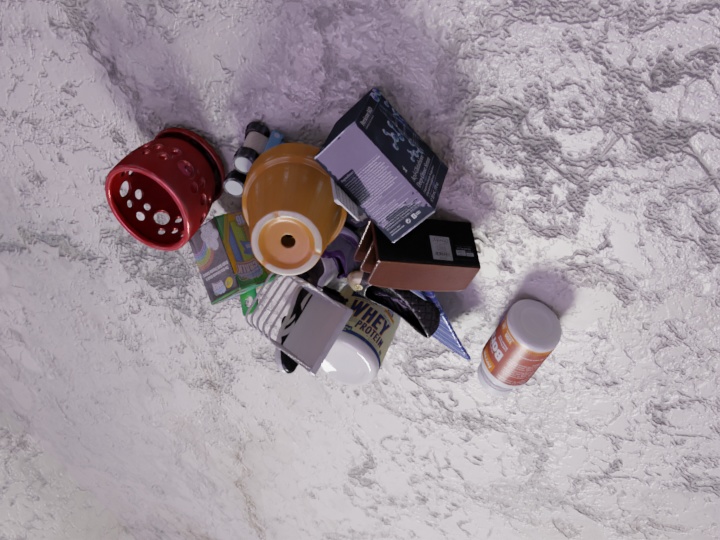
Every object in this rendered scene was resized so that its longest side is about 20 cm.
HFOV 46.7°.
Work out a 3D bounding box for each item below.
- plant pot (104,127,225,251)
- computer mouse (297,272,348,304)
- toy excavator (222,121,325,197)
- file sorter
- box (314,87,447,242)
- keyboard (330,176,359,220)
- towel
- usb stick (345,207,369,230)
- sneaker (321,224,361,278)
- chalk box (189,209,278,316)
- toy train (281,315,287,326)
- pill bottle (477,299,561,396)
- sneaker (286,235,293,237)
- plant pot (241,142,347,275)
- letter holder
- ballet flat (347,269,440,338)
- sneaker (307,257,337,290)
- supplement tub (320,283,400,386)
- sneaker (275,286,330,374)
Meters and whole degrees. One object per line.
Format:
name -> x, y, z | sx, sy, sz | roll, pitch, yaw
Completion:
plant pot -> -0.380, -0.173, 1.666 | 0.196, 0.184, 0.203 | 17, 137, 16
computer mouse -> -0.098, 0.012, 1.658 | 0.198, 0.034, 0.059 | 30, 174, 25
toy excavator -> -0.137, -0.200, 1.574 | 0.196, 0.101, 0.195 | 24, 137, -10
file sorter -> -0.128, 0.089, 1.609 | 0.124, 0.140, 0.199 | 35, 174, -22
box -> 0.040, -0.180, 1.413 | 0.200, 0.149, 0.106 | 44, 124, -15
keyboard -> -0.030, -0.149, 1.422 | 0.056, 0.201, 0.011 | 36, 112, -24
towel -> 0.143, 0.079, 1.659 | 0.202, 0.024, 0.144 | 58, 168, -28
usb stick -> 0.001, -0.108, 1.560 | 0.055, 0.033, 0.199 | 41, 160, -11
sneaker -> 0.000, 0.000, 1.630 | 0.199, 0.088, 0.074 | 41, 167, -17
chalk box -> -0.250, -0.010, 1.721 | 0.123, 0.122, 0.204 | -22, 88, 46
toy train -> -0.084, 0.149, 1.885 | 0.195, 0.087, 0.115 | 9, 147, 21
pill bottle -> 0.300, 0.157, 1.622 | 0.110, 0.113, 0.202 | 28, 139, 4
sneaker -> -0.157, -0.049, 1.752 | 0.198, 0.073, 0.078 | -30, 97, 38
plant pot -> -0.120, -0.093, 1.469 | 0.195, 0.185, 0.204 | 1, 123, 2
letter holder -> 0.097, -0.013, 1.524 | 0.195, 0.102, 0.143 | 4, 144, -18
ballet flat -> 0.061, 0.058, 1.573 | 0.197, 0.057, 0.067 | 28, 142, 4
sneaker -> -0.067, -0.008, 1.727 | 0.074, 0.083, 0.200 | 63, 159, 3
supplement tub -> 0.000, 0.115, 1.697 | 0.142, 0.202, 0.147 | 16, 139, 14
sneaker -> -0.109, 0.123, 1.779 | 0.110, 0.204, 0.073 | -2, 152, 33
